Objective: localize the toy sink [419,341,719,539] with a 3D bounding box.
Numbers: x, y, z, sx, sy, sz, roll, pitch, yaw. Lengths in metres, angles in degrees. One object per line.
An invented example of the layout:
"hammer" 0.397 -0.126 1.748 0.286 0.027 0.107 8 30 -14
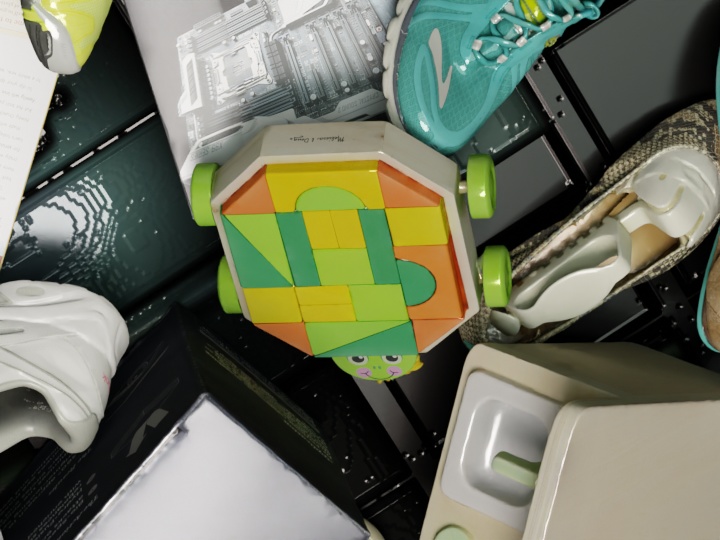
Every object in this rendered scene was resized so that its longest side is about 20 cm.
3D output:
"toy sink" 0.110 0.113 1.509 0.200 0.112 0.131 -1 107 -52

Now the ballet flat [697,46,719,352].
"ballet flat" 0.224 -0.050 1.524 0.068 0.072 0.201 25 67 -44

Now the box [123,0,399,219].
"box" -0.045 -0.147 1.510 0.157 0.050 0.201 -17 104 -4

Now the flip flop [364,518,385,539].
"flip flop" -0.060 0.216 1.581 0.200 0.058 0.081 -44 104 3

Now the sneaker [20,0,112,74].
"sneaker" -0.117 -0.192 1.417 0.076 0.075 0.201 11 79 7

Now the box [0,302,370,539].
"box" -0.111 0.144 1.486 0.117 0.200 0.197 41 95 -14

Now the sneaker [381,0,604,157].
"sneaker" 0.082 -0.141 1.479 0.078 0.080 0.200 46 68 -28

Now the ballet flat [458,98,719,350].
"ballet flat" 0.140 -0.015 1.551 0.200 0.075 0.068 -38 103 1

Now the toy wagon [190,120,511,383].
"toy wagon" 0.000 0.000 1.498 0.154 0.040 0.201 -1 138 11

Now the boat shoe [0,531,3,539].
"boat shoe" -0.271 0.100 1.442 0.200 0.066 0.070 42 123 7

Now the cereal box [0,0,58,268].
"cereal box" -0.235 -0.094 1.500 0.143 0.040 0.201 16 100 -13

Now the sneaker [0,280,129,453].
"sneaker" -0.223 0.053 1.478 0.199 0.100 0.078 2 140 3
